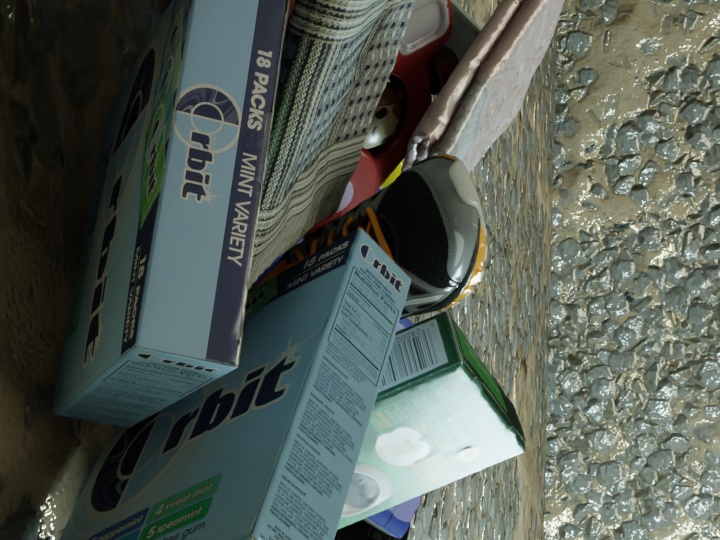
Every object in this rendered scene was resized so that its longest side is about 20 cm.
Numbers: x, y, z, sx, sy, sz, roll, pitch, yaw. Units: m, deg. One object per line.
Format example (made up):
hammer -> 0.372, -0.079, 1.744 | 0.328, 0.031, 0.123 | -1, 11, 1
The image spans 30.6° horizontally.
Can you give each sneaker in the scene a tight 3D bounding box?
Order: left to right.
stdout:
sneaker -> 0.000, 0.000, 0.746 | 0.077, 0.200, 0.079 | -9, 69, -35

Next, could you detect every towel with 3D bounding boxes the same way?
towel -> -0.009, -0.089, 0.647 | 0.200, 0.034, 0.193 | -52, 163, -69
towel -> 0.080, -0.107, 0.905 | 0.191, 0.032, 0.200 | -56, 173, -23

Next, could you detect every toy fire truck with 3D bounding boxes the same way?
toy fire truck -> -0.009, -0.125, 0.809 | 0.167, 0.112, 0.201 | -30, 136, -18

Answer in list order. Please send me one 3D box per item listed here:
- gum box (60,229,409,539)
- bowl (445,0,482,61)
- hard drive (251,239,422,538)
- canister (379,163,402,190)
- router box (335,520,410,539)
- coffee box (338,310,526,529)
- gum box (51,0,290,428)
gum box -> -0.069, 0.088, 0.652 | 0.045, 0.170, 0.200 | 45, 38, -21
bowl -> -0.001, -0.201, 0.948 | 0.090, 0.201, 0.201 | -44, 171, 12
hard drive -> -0.016, 0.076, 0.879 | 0.200, 0.025, 0.132 | 38, 68, -33
canister -> -0.020, -0.020, 0.993 | 0.149, 0.086, 0.201 | 63, 34, -56
router box -> -0.010, 0.210, 0.992 | 0.157, 0.052, 0.201 | 120, -12, -53
coffee box -> -0.013, 0.105, 0.792 | 0.123, 0.199, 0.044 | 51, 18, -49
gum box -> -0.091, -0.026, 0.601 | 0.200, 0.044, 0.171 | 150, -50, -64
